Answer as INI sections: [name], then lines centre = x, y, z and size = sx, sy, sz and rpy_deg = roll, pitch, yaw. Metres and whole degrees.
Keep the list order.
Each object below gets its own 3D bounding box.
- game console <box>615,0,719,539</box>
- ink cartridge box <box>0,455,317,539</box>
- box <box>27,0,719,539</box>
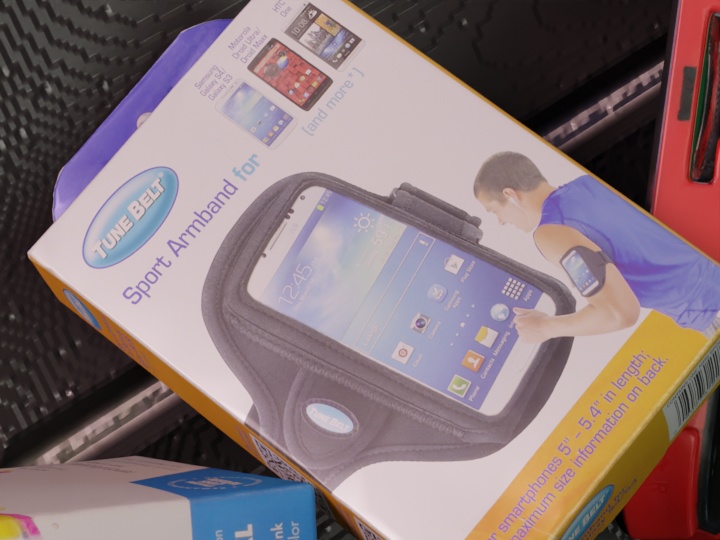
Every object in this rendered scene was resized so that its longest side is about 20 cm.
[game console]
centre = 0.115, -0.013, 0.889
size = 0.031, 0.177, 0.201
rpy_deg = 8, 86, 13
[ink cartridge box]
centre = -0.123, 0.094, 0.754
size = 0.199, 0.116, 0.068
rpy_deg = -3, 92, -31
[box]
centre = 0.000, 0.000, 0.797
size = 0.200, 0.042, 0.119
rpy_deg = 37, 78, 19
